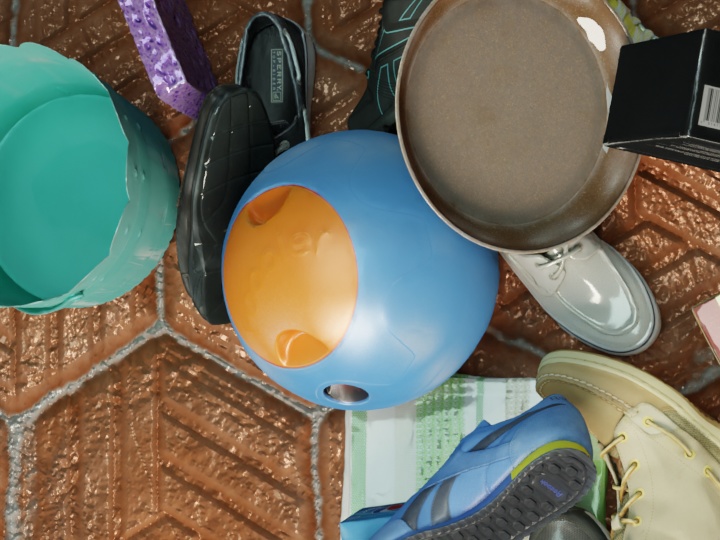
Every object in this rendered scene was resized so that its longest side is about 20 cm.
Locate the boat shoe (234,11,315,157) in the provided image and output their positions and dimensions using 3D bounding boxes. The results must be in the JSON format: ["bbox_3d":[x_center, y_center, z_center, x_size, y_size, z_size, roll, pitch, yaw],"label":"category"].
[{"bbox_3d":[-0.066,-0.098,1.626,0.072,0.068,0.201,0,84,16],"label":"boat shoe"}]

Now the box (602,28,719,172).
[{"bbox_3d":[0.287,-0.102,1.443,0.199,0.141,0.079,11,85,-16],"label":"box"}]

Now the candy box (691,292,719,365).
[{"bbox_3d":[0.285,0.072,1.435,0.055,0.200,0.116,-29,77,12],"label":"candy box"}]

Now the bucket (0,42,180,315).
[{"bbox_3d":[-0.244,-0.064,1.639,0.207,0.135,0.208,-2,82,16],"label":"bucket"}]

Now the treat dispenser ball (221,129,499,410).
[{"bbox_3d":[0.000,0.000,1.526,0.200,0.201,0.202,-2,83,16],"label":"treat dispenser ball"}]

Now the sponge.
[{"bbox_3d":[-0.164,-0.217,1.645,0.030,0.112,0.200,-24,78,10],"label":"sponge"}]

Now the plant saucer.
[{"bbox_3d":[0.107,-0.112,1.466,0.200,0.032,0.201,-1,92,-27],"label":"plant saucer"}]

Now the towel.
[{"bbox_3d":[0.086,0.151,1.579,0.199,0.031,0.150,1,87,14],"label":"towel"}]

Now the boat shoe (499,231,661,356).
[{"bbox_3d":[0.140,-0.017,1.556,0.071,0.070,0.200,-42,74,8],"label":"boat shoe"}]

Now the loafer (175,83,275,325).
[{"bbox_3d":[-0.112,-0.056,1.592,0.072,0.073,0.200,41,134,40],"label":"loafer"}]

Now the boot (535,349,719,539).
[{"bbox_3d":[0.186,0.160,1.482,0.200,0.073,0.156,32,66,2],"label":"boot"}]

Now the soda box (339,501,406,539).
[{"bbox_3d":[0.038,0.271,1.538,0.064,0.068,0.201,-10,91,15],"label":"soda box"}]

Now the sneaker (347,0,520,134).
[{"bbox_3d":[0.045,-0.164,1.565,0.079,0.075,0.200,56,136,9],"label":"sneaker"}]

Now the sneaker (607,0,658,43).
[{"bbox_3d":[0.181,-0.174,1.530,0.199,0.080,0.131,16,127,17],"label":"sneaker"}]

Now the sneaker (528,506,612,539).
[{"bbox_3d":[0.154,0.267,1.501,0.074,0.085,0.201,-6,91,14],"label":"sneaker"}]

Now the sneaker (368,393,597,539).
[{"bbox_3d":[0.075,0.158,1.475,0.200,0.066,0.079,-36,36,16],"label":"sneaker"}]
